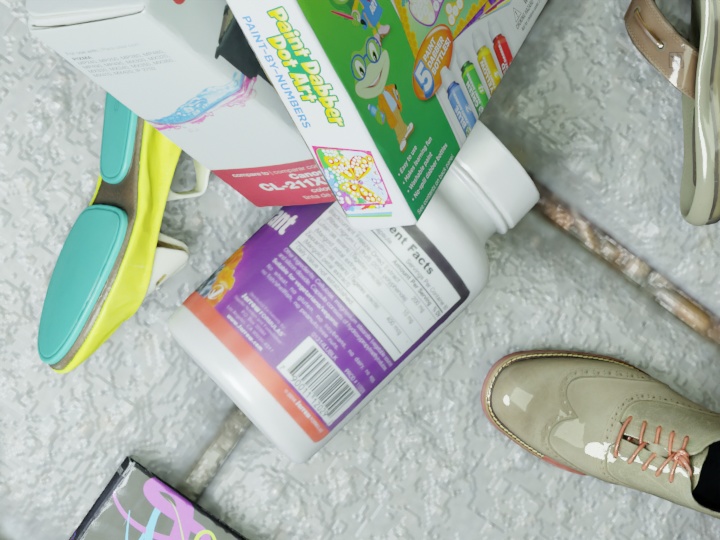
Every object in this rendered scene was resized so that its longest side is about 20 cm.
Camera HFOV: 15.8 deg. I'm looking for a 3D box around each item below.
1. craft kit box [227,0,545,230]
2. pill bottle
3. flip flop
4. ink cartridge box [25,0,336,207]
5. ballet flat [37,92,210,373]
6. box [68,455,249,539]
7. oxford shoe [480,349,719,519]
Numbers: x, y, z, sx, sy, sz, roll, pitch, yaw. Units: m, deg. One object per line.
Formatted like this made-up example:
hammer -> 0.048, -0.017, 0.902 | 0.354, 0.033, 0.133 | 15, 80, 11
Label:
craft kit box -> 0.010, -0.160, 1.328 | 0.198, 0.048, 0.200 | 57, 44, -29
pill bottle -> 0.000, 0.000, 1.421 | 0.200, 0.111, 0.111 | -44, 100, -5
flip flop -> 0.179, -0.125, 1.471 | 0.057, 0.081, 0.201 | -2, 100, 4
ink cartridge box -> -0.065, -0.142, 1.342 | 0.200, 0.082, 0.146 | 37, 59, -46
ballet flat -> -0.120, -0.036, 1.424 | 0.067, 0.067, 0.201 | 15, 89, -32
box -> -0.091, 0.218, 1.458 | 0.200, 0.036, 0.143 | 37, 86, -12
oxford shoe -> 0.167, 0.094, 1.477 | 0.199, 0.075, 0.071 | 18, 90, -12
